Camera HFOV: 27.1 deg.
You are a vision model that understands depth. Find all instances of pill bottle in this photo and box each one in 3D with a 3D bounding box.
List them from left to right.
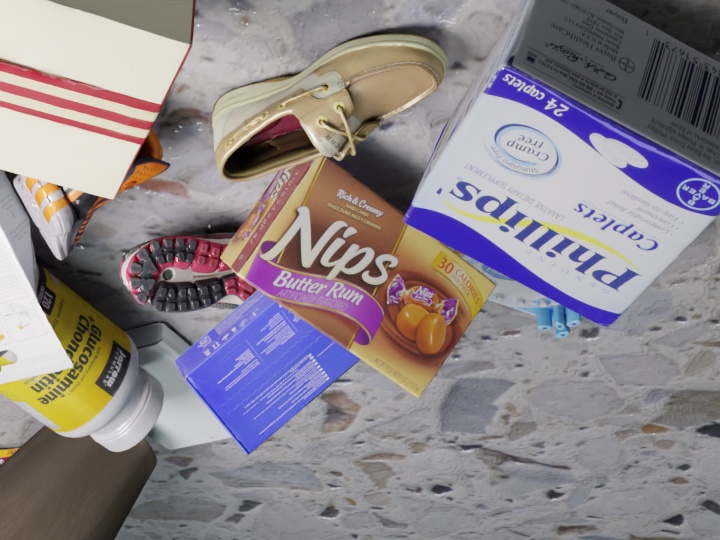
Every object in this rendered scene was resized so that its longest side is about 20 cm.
[{"bbox_3d":[-0.274,0.082,1.370,0.111,0.113,0.200,-19,135,31],"label":"pill bottle"}]

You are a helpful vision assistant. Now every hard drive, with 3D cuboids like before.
[{"bbox_3d":[-0.199,0.122,1.528,0.130,0.027,0.200,-14,144,24],"label":"hard drive"}]

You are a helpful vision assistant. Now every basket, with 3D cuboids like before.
[{"bbox_3d":[-0.311,0.240,1.532,0.135,0.201,0.181,1,137,48],"label":"basket"}]

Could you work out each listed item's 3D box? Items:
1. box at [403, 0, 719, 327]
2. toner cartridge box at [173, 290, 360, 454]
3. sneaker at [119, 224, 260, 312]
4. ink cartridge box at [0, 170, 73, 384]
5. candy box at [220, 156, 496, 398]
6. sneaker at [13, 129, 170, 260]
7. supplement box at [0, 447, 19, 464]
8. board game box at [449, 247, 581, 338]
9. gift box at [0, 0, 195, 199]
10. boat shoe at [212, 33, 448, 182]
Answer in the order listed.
[{"bbox_3d":[0.155,-0.080,1.066,0.182,0.106,0.200,27,145,-4],"label":"box"},{"bbox_3d":[-0.050,0.052,1.258,0.199,0.043,0.095,-39,117,-5],"label":"toner cartridge box"},{"bbox_3d":[-0.108,-0.005,1.289,0.197,0.082,0.075,4,-174,-21],"label":"sneaker"},{"bbox_3d":[-0.336,0.001,1.249,0.160,0.050,0.202,-13,117,24],"label":"ink cartridge box"},{"bbox_3d":[0.000,0.000,1.207,0.199,0.117,0.056,36,180,-27],"label":"candy box"},{"bbox_3d":[-0.207,-0.070,1.177,0.111,0.078,0.200,-32,-173,-15],"label":"sneaker"},{"bbox_3d":[-0.353,0.300,1.653,0.109,0.202,0.086,-10,147,19],"label":"supplement box"},{"bbox_3d":[0.149,-0.017,1.281,0.198,0.026,0.200,18,145,-21],"label":"board game box"},{"bbox_3d":[-0.217,-0.158,0.936,0.184,0.186,0.201,16,135,-21],"label":"gift box"},{"bbox_3d":[-0.024,-0.113,1.106,0.198,0.067,0.074,-18,142,30],"label":"boat shoe"}]
